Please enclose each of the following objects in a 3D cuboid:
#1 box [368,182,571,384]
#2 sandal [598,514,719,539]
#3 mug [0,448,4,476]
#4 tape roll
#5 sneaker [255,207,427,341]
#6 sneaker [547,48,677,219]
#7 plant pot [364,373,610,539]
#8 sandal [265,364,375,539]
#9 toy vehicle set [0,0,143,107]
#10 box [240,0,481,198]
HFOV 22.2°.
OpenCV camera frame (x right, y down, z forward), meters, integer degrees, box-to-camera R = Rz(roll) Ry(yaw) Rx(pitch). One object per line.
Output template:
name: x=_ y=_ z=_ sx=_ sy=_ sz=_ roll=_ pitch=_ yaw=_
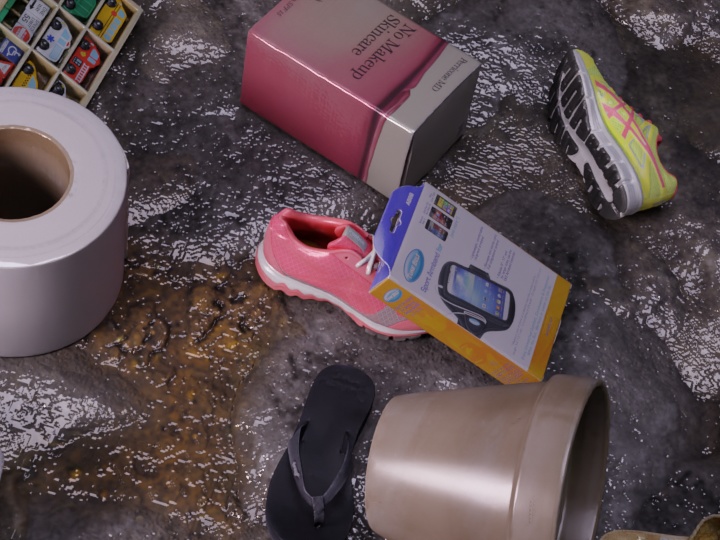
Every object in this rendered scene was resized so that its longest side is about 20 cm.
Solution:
box: x=0.093 y=0.010 z=1.665 sx=0.200 sy=0.041 sz=0.119 roll=33 pitch=52 yaw=-14
sandal: x=0.303 y=0.240 z=1.545 sx=0.211 sy=0.070 sz=0.078 roll=3 pitch=61 yaw=-14
mug: x=-0.389 y=0.184 z=1.453 sx=0.175 sy=0.148 sz=0.201 roll=20 pitch=83 yaw=-15
tape roll: x=-0.308 y=-0.044 z=1.625 sx=0.202 sy=0.139 sz=0.203 roll=4 pitch=53 yaw=-5
sneaker: x=0.000 y=0.000 z=1.675 sx=0.199 sy=0.087 sz=0.074 roll=18 pitch=53 yaw=4
sneaker: x=0.254 y=-0.137 z=1.833 sx=0.090 sy=0.078 sz=0.201 roll=-6 pitch=60 yaw=-23
plant pot: x=0.102 y=0.175 z=1.516 sx=0.173 sy=0.200 sz=0.201 roll=8 pitch=51 yaw=17
sandal: x=-0.035 y=0.161 z=1.578 sx=0.076 sy=0.043 sz=0.201 roll=12 pitch=53 yaw=0
toy vehicle set: x=-0.305 y=-0.224 z=1.792 sx=0.124 sy=0.026 sz=0.201 roll=37 pitch=51 yaw=-18
box: x=-0.001 y=-0.184 z=1.797 sx=0.200 sy=0.109 sz=0.128 roll=33 pitch=55 yaw=15
